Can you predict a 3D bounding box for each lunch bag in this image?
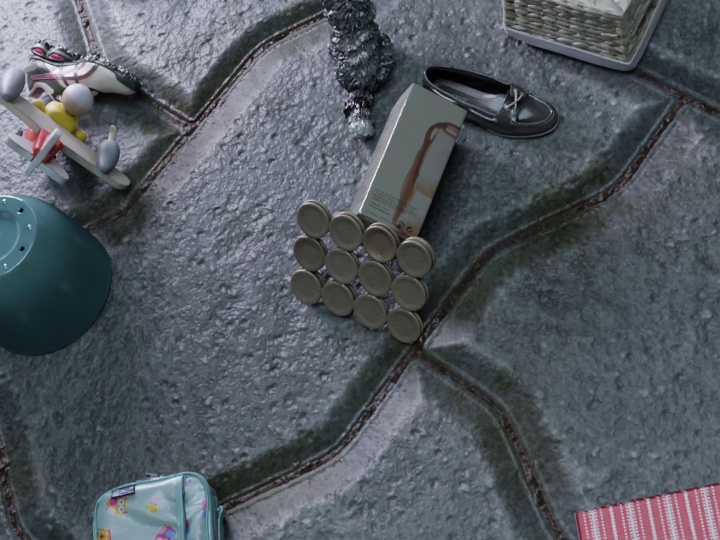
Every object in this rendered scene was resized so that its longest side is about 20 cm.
[{"bbox_3d":[-0.238,0.345,1.527,0.158,0.077,0.202,-14,62,8],"label":"lunch bag"}]

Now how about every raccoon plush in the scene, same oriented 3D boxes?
[{"bbox_3d":[0.000,-0.302,1.751,0.096,0.134,0.202,-17,61,4],"label":"raccoon plush"}]

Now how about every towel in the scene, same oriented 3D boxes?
[{"bbox_3d":[0.351,0.323,1.417,0.198,0.023,0.146,-13,64,10],"label":"towel"}]

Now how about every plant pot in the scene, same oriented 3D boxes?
[{"bbox_3d":[-0.462,-0.008,1.712,0.198,0.161,0.203,-6,64,12],"label":"plant pot"}]

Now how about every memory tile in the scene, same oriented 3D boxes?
[{"bbox_3d":[0.000,0.000,1.608,0.198,0.155,0.017,22,35,23],"label":"memory tile"}]

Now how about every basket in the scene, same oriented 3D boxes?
[{"bbox_3d":[0.301,-0.380,1.710,0.198,0.124,0.137,22,72,22],"label":"basket"}]

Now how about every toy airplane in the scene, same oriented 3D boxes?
[{"bbox_3d":[-0.430,-0.203,1.778,0.199,0.200,0.142,39,91,27],"label":"toy airplane"}]

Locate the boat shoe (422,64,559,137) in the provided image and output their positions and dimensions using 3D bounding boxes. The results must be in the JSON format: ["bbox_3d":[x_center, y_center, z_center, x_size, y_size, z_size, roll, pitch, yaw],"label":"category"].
[{"bbox_3d":[0.172,-0.232,1.717,0.198,0.057,0.067,18,70,22],"label":"boat shoe"}]

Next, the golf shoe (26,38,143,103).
[{"bbox_3d":[-0.415,-0.282,1.897,0.198,0.077,0.089,17,90,24],"label":"golf shoe"}]

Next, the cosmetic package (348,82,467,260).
[{"bbox_3d":[0.057,-0.128,1.659,0.086,0.103,0.202,25,71,-8],"label":"cosmetic package"}]
